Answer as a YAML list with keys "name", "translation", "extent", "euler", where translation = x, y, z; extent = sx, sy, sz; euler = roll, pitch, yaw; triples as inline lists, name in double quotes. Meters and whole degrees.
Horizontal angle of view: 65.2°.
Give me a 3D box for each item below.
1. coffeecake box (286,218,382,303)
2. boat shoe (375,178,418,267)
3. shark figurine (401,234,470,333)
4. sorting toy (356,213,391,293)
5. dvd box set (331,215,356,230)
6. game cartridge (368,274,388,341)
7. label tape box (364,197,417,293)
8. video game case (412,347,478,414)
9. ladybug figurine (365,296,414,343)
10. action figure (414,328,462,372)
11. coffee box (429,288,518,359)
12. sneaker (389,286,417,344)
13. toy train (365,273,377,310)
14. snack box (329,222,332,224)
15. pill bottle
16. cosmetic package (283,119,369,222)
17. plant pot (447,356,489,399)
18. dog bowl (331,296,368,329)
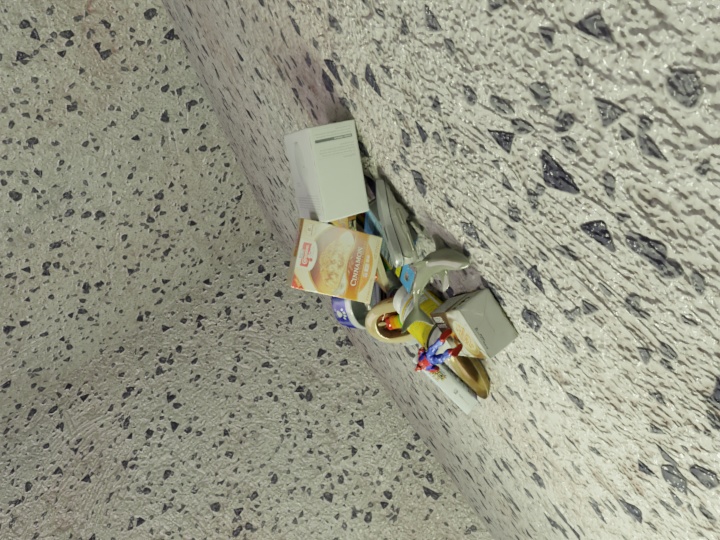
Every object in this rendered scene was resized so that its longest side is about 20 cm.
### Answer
- name: "coffeecake box"
  translation: [-0.062, -0.023, 1.312]
  extent: [0.193, 0.159, 0.073]
  euler: [12, -179, -18]
- name: "boat shoe"
  translation: [0.081, -0.111, 1.245]
  extent: [0.072, 0.063, 0.206]
  euler: [95, 162, -69]
- name: "shark figurine"
  translation: [0.126, 0.015, 1.159]
  extent: [0.130, 0.087, 0.217]
  euler: [60, 136, 34]
- name: "sorting toy"
  translation: [0.025, -0.075, 1.580]
  extent: [0.199, 0.069, 0.203]
  euler: [47, 165, 42]
- name: "dvd box set"
  translation: [-0.055, -0.212, 1.464]
  extent: [0.146, 0.029, 0.207]
  euler: [40, 137, 55]
- name: "game cartridge"
  translation: [0.054, 0.109, 1.691]
  extent: [0.133, 0.039, 0.208]
  euler: [159, 109, -72]
- name: "label tape box"
  translation: [0.088, -0.064, 1.345]
  extent: [0.202, 0.062, 0.145]
  euler: [55, 168, 15]
- name: "video game case"
  translation: [0.214, 0.270, 1.415]
  extent: [0.180, 0.046, 0.200]
  euler: [42, -178, 12]
- name: "ladybug figurine"
  translation: [0.108, 0.129, 1.564]
  extent: [0.073, 0.193, 0.139]
  euler: [-65, -40, -58]
- name: "action figure"
  translation: [0.159, 0.189, 1.242]
  extent: [0.066, 0.051, 0.201]
  euler: [48, 155, 10]
- name: "coffee box"
  translation: [0.229, 0.111, 1.170]
  extent: [0.116, 0.079, 0.200]
  euler: [57, 169, -1]
- name: "sneaker"
  translation: [0.144, 0.153, 1.666]
  extent: [0.204, 0.077, 0.140]
  euler: [61, 169, -22]
- name: "toy train"
  translation: [0.000, 0.000, 1.561]
  extent: [0.152, 0.054, 0.203]
  euler: [79, 165, -55]
- name: "snack box"
  translation: [-0.097, -0.124, 1.689]
  extent: [0.023, 0.206, 0.072]
  euler: [10, 160, 18]
- name: "pill bottle"
  translation: [0.165, 0.118, 1.387]
  extent: [0.200, 0.111, 0.114]
  euler: [45, 165, 48]
- name: "cosmetic package"
  translation: [-0.081, -0.230, 1.314]
  extent: [0.198, 0.119, 0.208]
  euler: [-160, 58, -66]
- name: "plant pot"
  translation: [0.275, 0.242, 1.470]
  extent: [0.202, 0.027, 0.201]
  euler: [54, 169, 15]
- name: "dog bowl"
  translation: [-0.005, 0.080, 1.777]
  extent: [0.077, 0.202, 0.204]
  euler: [-1, 130, 35]
